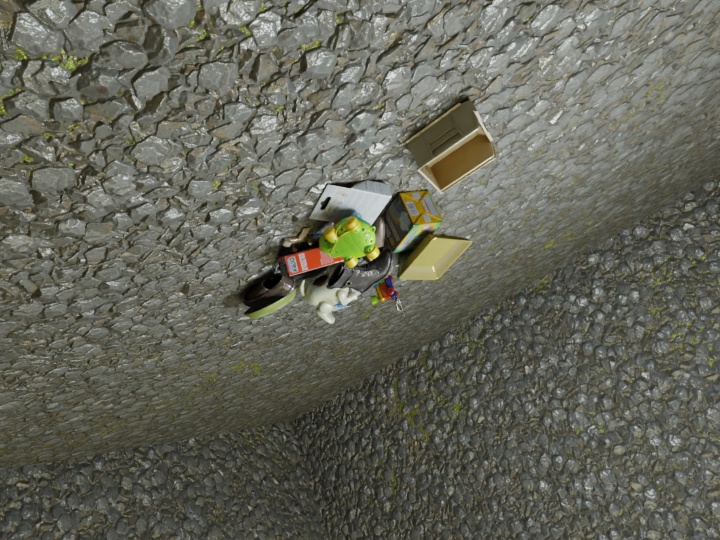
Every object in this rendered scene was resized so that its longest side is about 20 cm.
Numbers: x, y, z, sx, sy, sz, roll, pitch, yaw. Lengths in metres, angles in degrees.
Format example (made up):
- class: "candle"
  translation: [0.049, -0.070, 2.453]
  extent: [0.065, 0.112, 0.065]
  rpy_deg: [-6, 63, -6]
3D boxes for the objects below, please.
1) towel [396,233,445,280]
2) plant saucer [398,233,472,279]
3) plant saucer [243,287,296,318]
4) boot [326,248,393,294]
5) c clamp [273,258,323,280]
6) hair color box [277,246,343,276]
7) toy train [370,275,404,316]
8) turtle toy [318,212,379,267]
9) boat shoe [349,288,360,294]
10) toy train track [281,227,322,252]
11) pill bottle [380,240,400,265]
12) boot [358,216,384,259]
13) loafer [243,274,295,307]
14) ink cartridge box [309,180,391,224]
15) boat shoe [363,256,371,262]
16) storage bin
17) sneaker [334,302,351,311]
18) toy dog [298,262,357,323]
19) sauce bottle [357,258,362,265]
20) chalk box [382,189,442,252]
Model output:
- class: "towel"
  translation: [0.216, -0.043, 1.795]
  extent: [0.196, 0.037, 0.150]
  rpy_deg: [-20, 144, -14]
- class: "plant saucer"
  translation: [0.235, -0.051, 1.710]
  extent: [0.197, 0.049, 0.201]
  rpy_deg: [1, 140, -41]
- class: "plant saucer"
  translation: [-0.301, 0.114, 1.788]
  extent: [0.196, 0.032, 0.200]
  rpy_deg: [-26, -171, 4]
- class: "boot"
  translation: [0.000, 0.000, 1.680]
  extent: [0.172, 0.070, 0.201]
  rpy_deg: [16, 119, -47]
- class: "c clamp"
  translation: [-0.204, -0.003, 1.759]
  extent: [0.196, 0.028, 0.172]
  rpy_deg: [-12, 155, -28]
- class: "hair color box"
  translation: [-0.149, -0.037, 1.635]
  extent: [0.196, 0.065, 0.110]
  rpy_deg: [-17, -174, -22]
- class: "toy train"
  translation: [0.091, 0.108, 2.095]
  extent: [0.114, 0.204, 0.085]
  rpy_deg: [-22, 160, 11]
- class: "turtle toy"
  translation: [-0.040, -0.093, 1.523]
  extent: [0.197, 0.102, 0.147]
  rpy_deg: [-21, 125, 27]
- class: "boat shoe"
  translation: [0.002, 0.056, 2.043]
  extent: [0.069, 0.071, 0.201]
  rpy_deg: [-4, 151, -17]
- class: "toy train track"
  translation: [-0.146, -0.088, 1.615]
  extent: [0.197, 0.033, 0.115]
  rpy_deg: [-10, 154, -36]
- class: "pill bottle"
  translation: [0.150, -0.085, 1.827]
  extent: [0.196, 0.114, 0.113]
  rpy_deg: [-16, 158, -19]
- class: "boot"
  translation: [0.002, -0.101, 1.679]
  extent: [0.142, 0.072, 0.202]
  rpy_deg: [-2, 148, -1]
- class: "loafer"
  translation: [-0.310, 0.057, 1.735]
  extent: [0.196, 0.074, 0.071]
  rpy_deg: [-22, 130, 16]
- class: "ink cartridge box"
  translation: [-0.030, -0.195, 1.502]
  extent: [0.196, 0.058, 0.163]
  rpy_deg: [11, 145, -22]
- class: "boat shoe"
  translation: [0.060, -0.047, 1.900]
  extent: [0.065, 0.071, 0.199]
  rpy_deg: [-60, 146, -2]
- class: "storage bin"
  translation: [0.249, -0.325, 1.403]
  extent: [0.196, 0.095, 0.199]
  rpy_deg: [-32, 157, 19]
- class: "sneaker"
  translation: [-0.120, 0.135, 2.111]
  extent: [0.086, 0.077, 0.198]
  rpy_deg: [-28, 159, 28]
- class: "toy dog"
  translation: [-0.094, 0.041, 1.803]
  extent: [0.193, 0.141, 0.200]
  rpy_deg: [36, 114, -19]
- class: "sauce bottle"
  translation: [-0.052, 0.004, 1.886]
  extent: [0.065, 0.067, 0.201]
  rpy_deg: [-10, 154, -31]
- class: "chalk box"
  translation: [0.148, -0.143, 1.677]
  extent: [0.121, 0.127, 0.201]
  rpy_deg: [-10, 156, -30]
